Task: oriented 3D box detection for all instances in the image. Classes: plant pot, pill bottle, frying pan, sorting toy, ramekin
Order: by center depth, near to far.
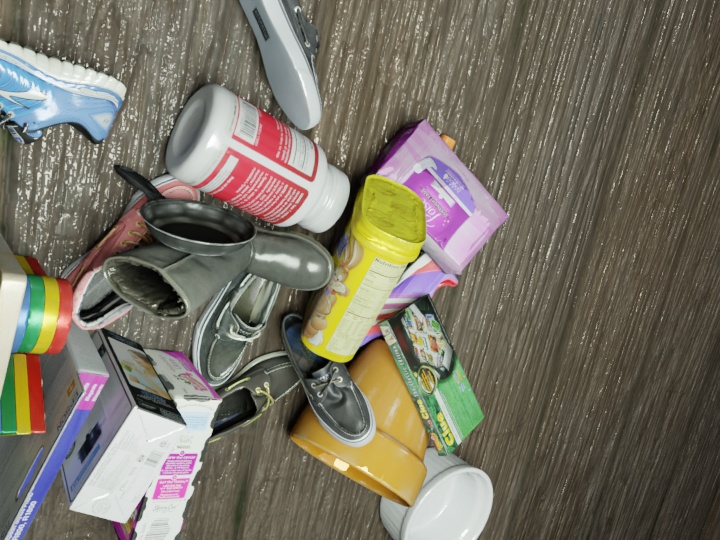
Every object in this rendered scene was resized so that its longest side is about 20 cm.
[{"bbox_3d":[-0.337,0.072,0.582,0.069,0.198,0.201,11,101,-41],"label":"sorting toy"},{"bbox_3d":[-0.198,-0.057,0.624,0.115,0.189,0.031,-53,161,-68],"label":"frying pan"},{"bbox_3d":[-0.112,-0.120,0.718,0.199,0.112,0.113,25,92,-38],"label":"pill bottle"},{"bbox_3d":[0.027,0.210,0.900,0.200,0.200,0.184,47,64,-36],"label":"plant pot"},{"bbox_3d":[0.130,0.415,1.092,0.200,0.098,0.202,-13,115,-30],"label":"ramekin"}]

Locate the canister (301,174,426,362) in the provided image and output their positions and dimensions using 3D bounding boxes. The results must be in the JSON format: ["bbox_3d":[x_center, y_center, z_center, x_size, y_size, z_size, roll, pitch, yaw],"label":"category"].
[{"bbox_3d":[0.000,0.000,0.783,0.086,0.149,0.201,23,121,-10],"label":"canister"}]

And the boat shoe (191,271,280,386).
[{"bbox_3d":[-0.156,0.060,0.780,0.072,0.071,0.201,16,97,-37],"label":"boat shoe"}]

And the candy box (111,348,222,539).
[{"bbox_3d":[-0.243,0.213,0.737,0.061,0.136,0.201,12,101,-38],"label":"candy box"}]

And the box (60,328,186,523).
[{"bbox_3d":[-0.268,0.156,0.659,0.060,0.200,0.117,34,89,-36],"label":"box"}]

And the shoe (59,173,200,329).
[{"bbox_3d":[-0.244,-0.022,0.677,0.200,0.091,0.072,-47,126,-11],"label":"shoe"}]

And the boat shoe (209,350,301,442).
[{"bbox_3d":[-0.154,0.174,0.831,0.200,0.060,0.072,-24,119,-25],"label":"boat shoe"}]

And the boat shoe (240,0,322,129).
[{"bbox_3d":[-0.079,-0.265,0.697,0.066,0.070,0.201,-30,103,-29],"label":"boat shoe"}]

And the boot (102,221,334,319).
[{"bbox_3d":[-0.137,-0.001,0.651,0.200,0.181,0.073,-44,149,-73],"label":"boot"}]

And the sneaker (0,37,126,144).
[{"bbox_3d":[-0.327,-0.166,0.576,0.199,0.078,0.090,10,99,-37],"label":"sneaker"}]

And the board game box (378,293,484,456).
[{"bbox_3d":[0.103,0.143,0.862,0.105,0.023,0.201,-27,94,-47],"label":"board game box"}]

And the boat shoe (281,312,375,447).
[{"bbox_3d":[-0.047,0.135,0.802,0.070,0.200,0.066,-28,151,-6],"label":"boat shoe"}]

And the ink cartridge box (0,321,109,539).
[{"bbox_3d":[-0.324,0.169,0.625,0.043,0.200,0.197,28,91,-38],"label":"ink cartridge box"}]

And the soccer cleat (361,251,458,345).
[{"bbox_3d":[0.062,0.053,0.917,0.073,0.068,0.200,45,73,6],"label":"soccer cleat"}]

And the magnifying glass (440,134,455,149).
[{"bbox_3d":[0.089,-0.105,0.919,0.079,0.022,0.201,22,93,-37],"label":"magnifying glass"}]

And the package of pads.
[{"bbox_3d":[0.104,-0.099,0.867,0.200,0.076,0.121,44,80,-19],"label":"package of pads"}]
